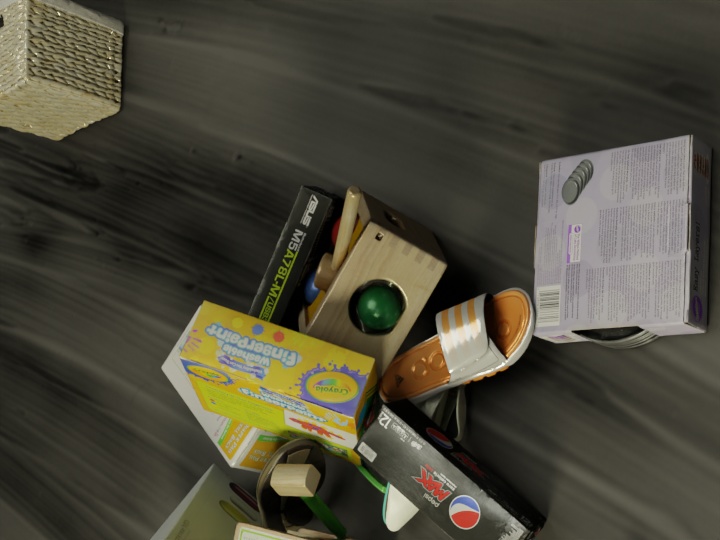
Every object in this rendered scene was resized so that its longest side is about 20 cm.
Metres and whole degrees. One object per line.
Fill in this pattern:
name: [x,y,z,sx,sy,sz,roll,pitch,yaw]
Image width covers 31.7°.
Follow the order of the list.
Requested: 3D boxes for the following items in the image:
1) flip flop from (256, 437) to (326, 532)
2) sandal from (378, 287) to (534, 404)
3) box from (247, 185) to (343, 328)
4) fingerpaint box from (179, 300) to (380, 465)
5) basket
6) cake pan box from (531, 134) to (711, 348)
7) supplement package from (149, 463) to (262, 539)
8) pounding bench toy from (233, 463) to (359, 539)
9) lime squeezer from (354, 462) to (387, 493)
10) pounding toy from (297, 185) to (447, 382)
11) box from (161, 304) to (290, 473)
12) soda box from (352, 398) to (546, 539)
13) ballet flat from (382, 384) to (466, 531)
flip flop: [-0.086,0.244,1.458,0.201,0.080,0.058,96,155,-56]
sandal: [0.091,0.084,1.338,0.205,0.059,0.080,-32,54,24]
box: [-0.081,-0.006,1.525,0.047,0.200,0.195,25,93,1]
fingerpaint box: [-0.082,0.124,1.379,0.197,0.167,0.074,18,67,12]
basket: [-0.505,-0.323,2.023,0.196,0.198,0.164,-16,71,39]
cake pan box: [0.263,-0.025,1.285,0.183,0.052,0.203,-10,70,44]
supplement package: [-0.202,0.353,1.490,0.110,0.200,0.156,39,110,-3]
pounding bench toy: [-0.048,0.316,1.390,0.123,0.155,0.203,6,82,31]
lime squeezer: [-0.003,0.187,1.476,0.070,0.038,0.202,-27,45,20]
pounding toy: [0.000,0.000,1.404,0.186,0.141,0.200,-60,11,11]
box: [-0.141,0.150,1.571,0.102,0.112,0.200,-55,47,13]
soda box: [0.091,0.220,1.307,0.199,0.071,0.064,40,105,19]
ballet flat: [0.076,0.191,1.390,0.069,0.069,0.203,9,82,45]
